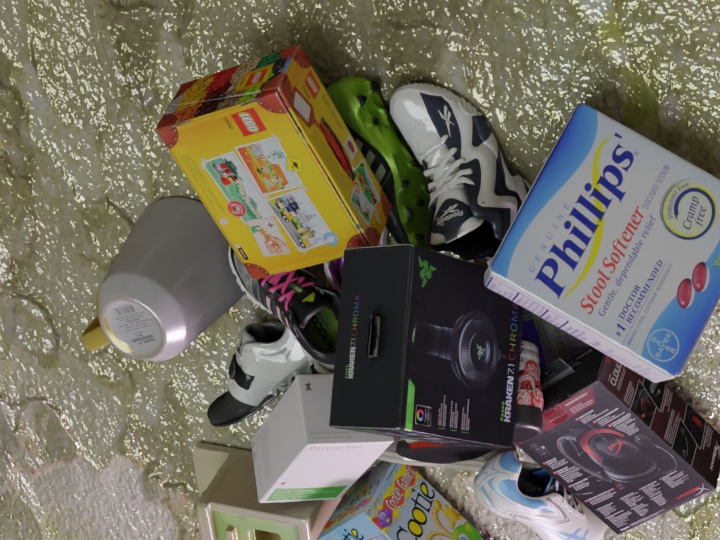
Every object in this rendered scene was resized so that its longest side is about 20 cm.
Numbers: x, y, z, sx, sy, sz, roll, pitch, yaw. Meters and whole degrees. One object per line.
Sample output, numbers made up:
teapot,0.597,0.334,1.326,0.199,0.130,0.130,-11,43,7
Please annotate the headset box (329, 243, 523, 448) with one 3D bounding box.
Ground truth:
headset box,0.063,0.076,1.500,0.092,0.199,0.177,-3,77,41

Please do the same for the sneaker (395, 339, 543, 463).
sneaker,0.116,0.136,1.634,0.067,0.109,0.200,19,152,-35

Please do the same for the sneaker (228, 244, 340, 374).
sneaker,-0.065,0.031,1.670,0.201,0.074,0.087,51,163,1

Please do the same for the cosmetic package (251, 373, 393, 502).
cosmetic package,-0.046,0.189,1.729,0.106,0.086,0.200,0,155,-19

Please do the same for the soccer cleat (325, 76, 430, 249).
soccer cleat,0.016,-0.104,1.584,0.080,0.067,0.202,-12,110,42

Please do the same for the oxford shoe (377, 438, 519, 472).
oxford shoe,0.088,0.192,1.745,0.198,0.075,0.059,0,95,30

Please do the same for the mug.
mug,-0.224,0.035,1.727,0.148,0.154,0.188,26,129,6

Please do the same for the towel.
towel,0.174,0.057,1.638,0.198,0.023,0.145,-5,120,27

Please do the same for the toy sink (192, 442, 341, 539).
toy sink,-0.131,0.309,1.891,0.197,0.112,0.132,8,124,20

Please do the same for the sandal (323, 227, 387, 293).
sandal,-0.007,-0.001,1.666,0.081,0.050,0.205,9,125,20

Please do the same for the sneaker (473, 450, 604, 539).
sneaker,0.208,0.253,1.684,0.199,0.072,0.072,29,124,-36

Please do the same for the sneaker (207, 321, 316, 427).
sneaker,-0.118,0.106,1.780,0.199,0.074,0.089,-36,103,28

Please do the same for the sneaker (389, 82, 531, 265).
sneaker,0.090,-0.085,1.513,0.079,0.130,0.200,-28,107,34

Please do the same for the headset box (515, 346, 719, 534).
headset box,0.261,0.169,1.618,0.200,0.075,0.148,41,134,-13

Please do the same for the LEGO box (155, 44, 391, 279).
LEGO box,-0.083,-0.101,1.509,0.147,0.078,0.201,-13,125,28

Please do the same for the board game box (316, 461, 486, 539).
board game box,0.066,0.333,1.815,0.200,0.103,0.105,45,136,-8

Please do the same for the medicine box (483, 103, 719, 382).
medicine box,0.243,-0.023,1.440,0.198,0.103,0.184,29,86,4
